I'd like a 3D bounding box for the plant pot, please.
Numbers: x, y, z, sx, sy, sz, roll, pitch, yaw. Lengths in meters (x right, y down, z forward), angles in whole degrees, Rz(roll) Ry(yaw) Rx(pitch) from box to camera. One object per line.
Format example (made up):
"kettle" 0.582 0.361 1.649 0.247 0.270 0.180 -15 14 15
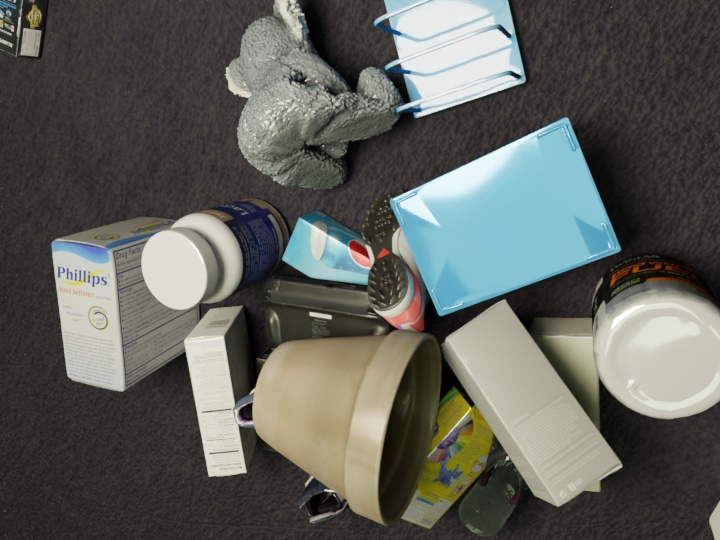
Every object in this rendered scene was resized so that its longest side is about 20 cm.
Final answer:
"plant pot" -0.019 0.156 0.659 0.171 0.200 0.203 8 107 23

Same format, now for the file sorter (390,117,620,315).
"file sorter" 0.163 -0.063 0.661 0.198 0.123 0.140 -23 96 25

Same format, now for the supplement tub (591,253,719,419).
"supplement tub" 0.302 0.054 0.604 0.121 0.200 0.124 5 106 19

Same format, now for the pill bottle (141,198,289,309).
"pill bottle" -0.184 -0.024 0.770 0.114 0.200 0.117 5 106 19

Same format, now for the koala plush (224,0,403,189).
"koala plush" -0.085 -0.225 0.705 0.177 0.182 0.202 -40 67 40

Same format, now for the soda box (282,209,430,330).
"soda box" 0.000 0.000 0.782 0.199 0.064 0.068 31 113 10

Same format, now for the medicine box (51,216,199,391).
"medicine box" -0.328 0.039 0.853 0.102 0.182 0.203 7 107 18

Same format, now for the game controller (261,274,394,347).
"game controller" -0.046 0.064 0.766 0.198 0.042 0.106 7 114 30

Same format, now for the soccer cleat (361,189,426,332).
"soccer cleat" 0.046 -0.015 0.716 0.068 0.202 0.073 -22 133 22

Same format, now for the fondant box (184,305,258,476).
"fondant box" -0.193 0.168 0.854 0.057 0.144 0.203 -5 103 1

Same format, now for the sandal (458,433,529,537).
"sandal" 0.179 0.257 0.722 0.075 0.048 0.202 25 114 17

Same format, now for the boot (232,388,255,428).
"boot" -0.068 0.166 0.777 0.198 0.090 0.074 -20 92 22

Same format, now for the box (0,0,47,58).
"box" -0.566 -0.435 0.890 0.198 0.046 0.161 26 112 13

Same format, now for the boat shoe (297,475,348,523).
"boat shoe" 0.005 0.270 0.783 0.199 0.093 0.075 -36 95 21

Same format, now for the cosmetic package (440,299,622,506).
"cosmetic package" 0.175 0.142 0.644 0.090 0.107 0.201 -29 77 -4

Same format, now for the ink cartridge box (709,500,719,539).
"ink cartridge box" 0.472 0.249 0.639 0.067 0.116 0.202 26 113 12

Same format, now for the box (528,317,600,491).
"box" 0.253 0.163 0.726 0.081 0.068 0.203 0 104 21

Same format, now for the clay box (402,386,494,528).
"clay box" 0.113 0.234 0.756 0.200 0.048 0.115 -50 128 5

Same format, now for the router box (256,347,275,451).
"router box" -0.053 0.200 0.861 0.197 0.051 0.151 5 106 18

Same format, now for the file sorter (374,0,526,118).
"file sorter" 0.085 -0.284 0.640 0.137 0.123 0.202 -12 100 24
